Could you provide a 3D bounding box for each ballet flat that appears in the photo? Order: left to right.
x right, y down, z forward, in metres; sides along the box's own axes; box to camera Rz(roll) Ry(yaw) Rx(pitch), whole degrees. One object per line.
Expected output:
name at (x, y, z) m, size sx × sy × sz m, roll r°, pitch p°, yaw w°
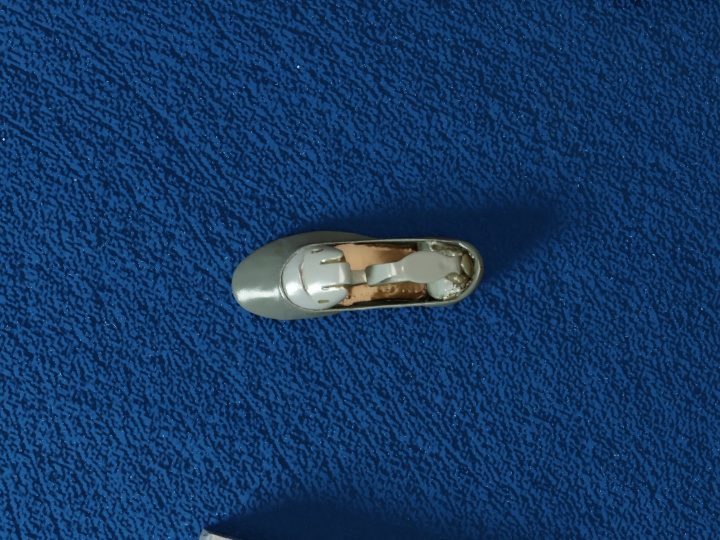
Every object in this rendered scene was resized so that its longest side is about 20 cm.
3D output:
ballet flat at (0.000, 0.000, 1.756) m, size 0.198 × 0.064 × 0.068 m, roll -4°, pitch 87°, yaw -10°

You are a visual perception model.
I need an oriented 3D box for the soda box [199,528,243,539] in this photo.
soda box at (-0.034, 0.258, 1.733) m, size 0.198 × 0.063 × 0.069 m, roll 17°, pitch 84°, yaw -8°
